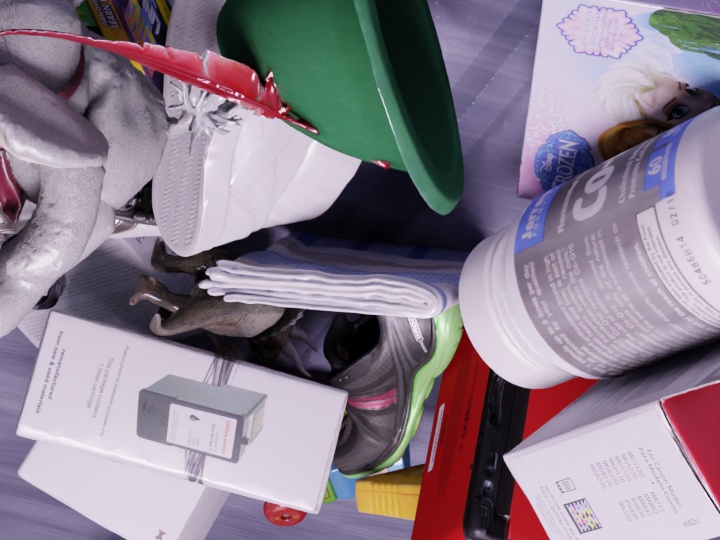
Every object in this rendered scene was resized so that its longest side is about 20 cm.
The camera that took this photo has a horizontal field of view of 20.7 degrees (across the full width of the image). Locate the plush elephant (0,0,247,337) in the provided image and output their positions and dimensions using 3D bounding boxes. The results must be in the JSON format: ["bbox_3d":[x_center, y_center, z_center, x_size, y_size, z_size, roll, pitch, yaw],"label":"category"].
[{"bbox_3d":[-0.176,-0.089,1.005,0.199,0.165,0.155,-25,139,21],"label":"plush elephant"}]

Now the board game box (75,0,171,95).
[{"bbox_3d":[-0.197,-0.148,1.122,0.164,0.057,0.200,2,147,16],"label":"board game box"}]

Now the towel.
[{"bbox_3d":[0.000,0.000,1.212,0.146,0.024,0.200,5,-172,14],"label":"towel"}]

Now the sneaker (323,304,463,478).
[{"bbox_3d":[0.011,0.066,1.364,0.083,0.077,0.201,15,133,-7],"label":"sneaker"}]

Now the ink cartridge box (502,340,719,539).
[{"bbox_3d":[0.211,0.073,1.104,0.175,0.200,0.084,-27,94,51],"label":"ink cartridge box"}]

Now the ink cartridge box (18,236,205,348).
[{"bbox_3d":[-0.211,-0.024,1.361,0.162,0.050,0.200,-15,122,40],"label":"ink cartridge box"}]

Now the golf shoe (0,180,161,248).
[{"bbox_3d":[-0.191,-0.041,1.251,0.199,0.078,0.095,10,134,1],"label":"golf shoe"}]

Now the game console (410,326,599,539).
[{"bbox_3d":[0.125,0.105,1.269,0.118,0.201,0.172,20,149,-12],"label":"game console"}]

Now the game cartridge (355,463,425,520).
[{"bbox_3d":[0.125,0.148,1.372,0.199,0.033,0.176,2,-173,44],"label":"game cartridge"}]

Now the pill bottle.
[{"bbox_3d":[0.151,-0.006,1.080,0.113,0.114,0.200,30,146,-26],"label":"pill bottle"}]

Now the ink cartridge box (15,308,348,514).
[{"bbox_3d":[-0.119,0.092,1.298,0.199,0.085,0.146,16,175,-8],"label":"ink cartridge box"}]

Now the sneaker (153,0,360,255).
[{"bbox_3d":[-0.047,-0.107,1.117,0.115,0.074,0.201,-14,136,-35],"label":"sneaker"}]

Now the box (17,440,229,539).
[{"bbox_3d":[-0.165,0.149,1.470,0.124,0.098,0.200,29,171,4],"label":"box"}]

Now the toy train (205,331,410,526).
[{"bbox_3d":[-0.034,0.101,1.459,0.115,0.085,0.201,-10,138,7],"label":"toy train"}]

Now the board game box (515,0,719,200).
[{"bbox_3d":[0.191,-0.091,1.076,0.198,0.041,0.200,10,150,6],"label":"board game box"}]

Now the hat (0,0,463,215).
[{"bbox_3d":[-0.059,-0.101,1.001,0.175,0.166,0.201,-15,127,13],"label":"hat"}]

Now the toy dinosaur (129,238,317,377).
[{"bbox_3d":[-0.086,0.014,1.268,0.102,0.077,0.200,12,175,9],"label":"toy dinosaur"}]

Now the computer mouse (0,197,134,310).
[{"bbox_3d":[-0.174,-0.041,1.181,0.058,0.034,0.200,18,140,-17],"label":"computer mouse"}]
